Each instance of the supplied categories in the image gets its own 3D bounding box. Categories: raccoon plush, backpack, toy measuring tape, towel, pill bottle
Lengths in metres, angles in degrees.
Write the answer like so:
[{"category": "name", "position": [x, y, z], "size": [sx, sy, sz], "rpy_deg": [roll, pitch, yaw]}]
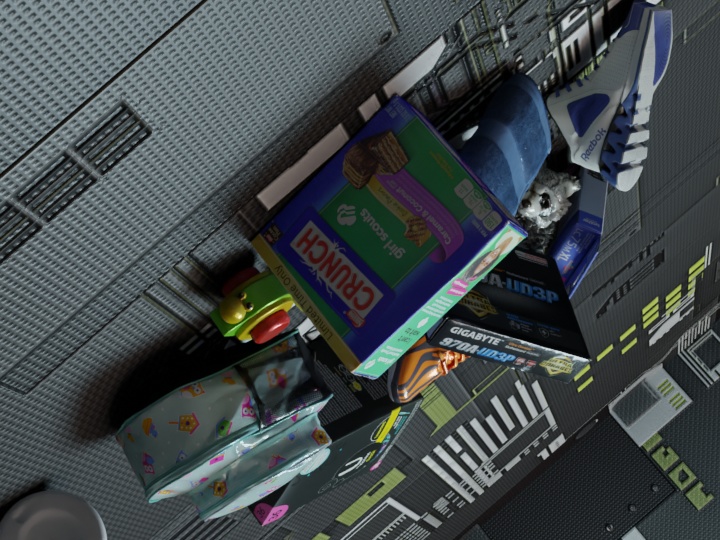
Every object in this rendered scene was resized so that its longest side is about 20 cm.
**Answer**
[{"category": "raccoon plush", "position": [0.203, -0.083, 1.732], "size": [0.135, 0.096, 0.200], "rpy_deg": [-62, -175, 16]}, {"category": "backpack", "position": [-0.141, 0.165, 1.457], "size": [0.198, 0.155, 0.176], "rpy_deg": [-14, 166, -35]}, {"category": "toy measuring tape", "position": [-0.089, 0.033, 1.412], "size": [0.074, 0.074, 0.200], "rpy_deg": [-44, 169, 10]}, {"category": "towel", "position": [0.134, -0.096, 1.437], "size": [0.201, 0.048, 0.112], "rpy_deg": [-56, 145, -29]}, {"category": "pill bottle", "position": [-0.328, 0.323, 1.506], "size": [0.113, 0.114, 0.201], "rpy_deg": [-29, 158, -30]}]

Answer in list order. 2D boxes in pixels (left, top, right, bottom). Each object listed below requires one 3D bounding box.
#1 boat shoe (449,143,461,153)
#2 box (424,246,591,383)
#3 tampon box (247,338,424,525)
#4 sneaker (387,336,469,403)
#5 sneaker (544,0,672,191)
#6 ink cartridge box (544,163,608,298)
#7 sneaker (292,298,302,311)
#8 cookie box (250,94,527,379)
[{"category": "boat shoe", "position": [0.110, -0.086, 1.510], "size": [0.073, 0.075, 0.200], "rpy_deg": [-44, 162, 9]}, {"category": "box", "position": [0.147, 0.032, 1.584], "size": [0.198, 0.160, 0.046], "rpy_deg": [17, 130, -28]}, {"category": "tampon box", "position": [-0.055, 0.179, 1.686], "size": [0.199, 0.126, 0.150], "rpy_deg": [-21, 152, -43]}, {"category": "sneaker", "position": [0.117, 0.082, 1.638], "size": [0.201, 0.111, 0.078], "rpy_deg": [-53, 148, -29]}, {"category": "sneaker", "position": [0.260, -0.197, 1.551], "size": [0.080, 0.114, 0.202], "rpy_deg": [-10, 115, -58]}, {"category": "ink cartridge box", "position": [0.258, -0.056, 1.739], "size": [0.201, 0.042, 0.120], "rpy_deg": [-77, -170, -45]}, {"category": "sneaker", "position": [0.000, 0.000, 1.492], "size": [0.083, 0.074, 0.199], "rpy_deg": [-54, 160, 22]}, {"category": "cookie box", "position": [0.024, -0.029, 1.329], "size": [0.200, 0.172, 0.075], "rpy_deg": [-44, 157, 10]}]
